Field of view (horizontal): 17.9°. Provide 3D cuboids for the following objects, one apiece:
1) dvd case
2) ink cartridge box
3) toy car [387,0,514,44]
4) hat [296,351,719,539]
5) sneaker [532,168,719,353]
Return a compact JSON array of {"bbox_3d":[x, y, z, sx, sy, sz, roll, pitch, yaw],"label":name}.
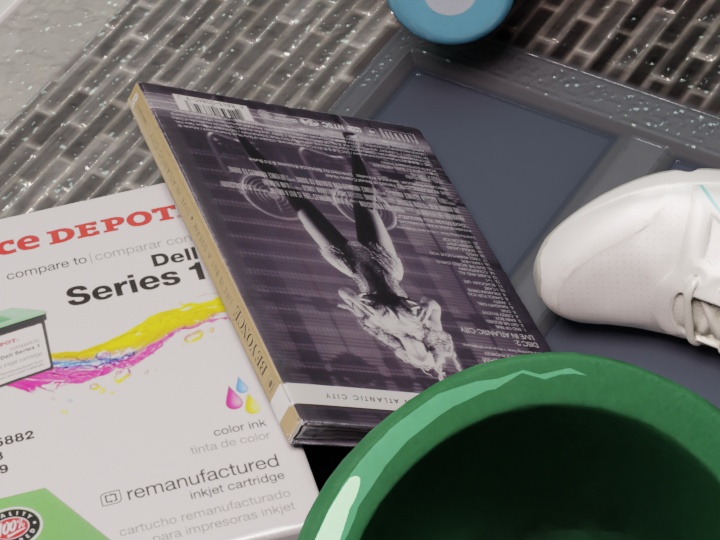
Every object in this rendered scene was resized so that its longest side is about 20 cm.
[{"bbox_3d":[0.000,0.000,0.936,0.148,0.016,0.200,7,38,-35],"label":"dvd case"},{"bbox_3d":[-0.105,0.067,0.898,0.144,0.084,0.200,-13,45,-10],"label":"ink cartridge box"},{"bbox_3d":[0.121,-0.192,1.080,0.199,0.177,0.185,17,33,-10],"label":"toy car"},{"bbox_3d":[0.062,0.128,0.791,0.200,0.176,0.166,-39,78,-18],"label":"hat"},{"bbox_3d":[0.168,0.007,0.920,0.199,0.071,0.080,-2,51,10],"label":"sneaker"}]
